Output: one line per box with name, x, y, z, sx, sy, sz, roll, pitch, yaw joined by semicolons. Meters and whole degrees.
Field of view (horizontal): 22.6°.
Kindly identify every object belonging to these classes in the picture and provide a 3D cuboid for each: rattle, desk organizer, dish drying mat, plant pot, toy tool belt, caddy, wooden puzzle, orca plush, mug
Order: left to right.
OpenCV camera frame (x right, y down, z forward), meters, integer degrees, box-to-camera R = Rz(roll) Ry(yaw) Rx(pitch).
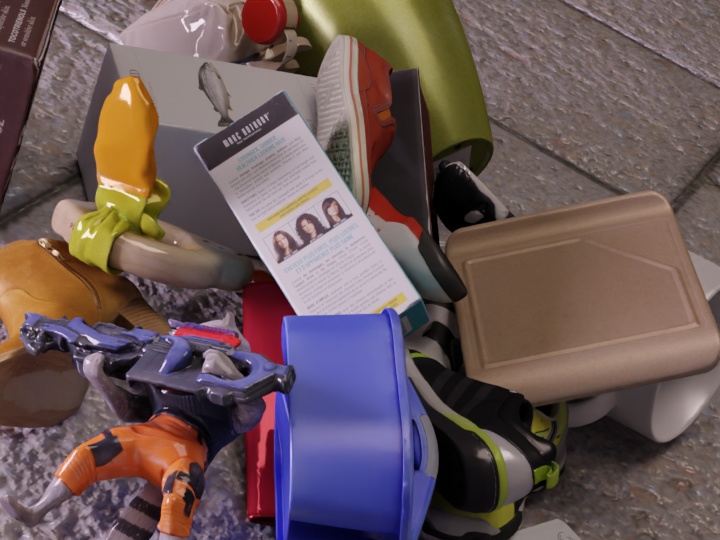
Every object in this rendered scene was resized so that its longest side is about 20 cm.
rattle;-0.122;-0.051;1.352;0.199;0.144;0.130;12;-5;-32
toy tool belt;-0.111;-0.208;1.621;0.122;0.199;0.126;-9;86;-54
dish drying mat;-0.046;0.093;1.286;0.076;0.018;0.201;5;52;-12
caddy;-0.001;0.116;1.171;0.104;0.142;0.201;2;44;-7
desk organizer;0.028;-0.061;1.519;0.071;0.077;0.202;-7;68;9
plant pot;0.035;-0.167;1.669;0.186;0.187;0.201;-8;58;-41
orca plush;0.089;-0.035;1.548;0.105;0.071;0.200;44;2;7
wooden puzzle;0.163;0.025;1.356;0.183;0.037;0.201;-12;38;4
mug;0.189;0.050;1.460;0.175;0.148;0.200;29;56;29

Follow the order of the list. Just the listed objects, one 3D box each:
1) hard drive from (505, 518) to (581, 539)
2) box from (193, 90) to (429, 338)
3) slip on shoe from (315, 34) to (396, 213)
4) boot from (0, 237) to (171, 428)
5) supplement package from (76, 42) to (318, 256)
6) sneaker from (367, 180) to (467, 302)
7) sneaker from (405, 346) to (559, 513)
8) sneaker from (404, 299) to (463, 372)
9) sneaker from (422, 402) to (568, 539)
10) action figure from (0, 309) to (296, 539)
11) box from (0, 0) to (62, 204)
hard drive;0.104;0.238;1.211;0.199;0.027;0.132;-8;43;-42
box;-0.036;-0.027;1.311;0.082;0.049;0.201;-32;67;-2
slip on shoe;0.000;-0.108;1.418;0.061;0.074;0.201;20;41;-18
boot;-0.234;0.037;1.265;0.144;0.071;0.200;34;27;28
supplement package;-0.120;-0.095;1.484;0.198;0.118;0.117;6;37;-25
sneaker;0.000;0.000;1.386;0.067;0.108;0.201;56;-5;-33
sneaker;0.077;0.110;1.242;0.082;0.072;0.200;-10;26;-17
sneaker;0.046;0.074;1.384;0.199;0.075;0.089;-19;51;-34
sneaker;0.095;0.135;1.300;0.075;0.077;0.200;13;23;20
action figure;-0.140;0.099;1.135;0.199;0.105;0.194;16;51;29
box;-0.346;-0.157;1.380;0.198;0.167;0.165;16;32;-11
